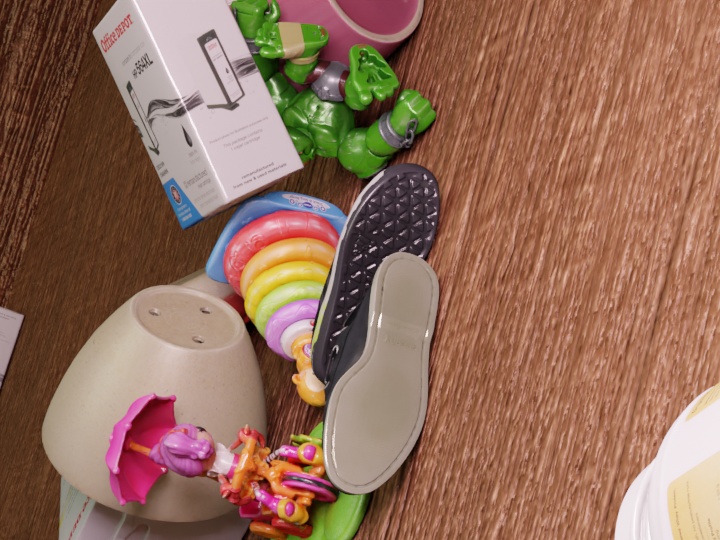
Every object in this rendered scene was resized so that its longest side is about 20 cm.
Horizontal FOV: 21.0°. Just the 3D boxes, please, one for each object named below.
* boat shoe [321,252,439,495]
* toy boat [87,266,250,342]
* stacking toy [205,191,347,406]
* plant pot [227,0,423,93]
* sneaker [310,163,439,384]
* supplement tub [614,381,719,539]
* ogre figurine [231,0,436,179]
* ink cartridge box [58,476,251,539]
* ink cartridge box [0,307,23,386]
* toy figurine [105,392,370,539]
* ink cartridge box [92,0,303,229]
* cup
[{"bbox_3d":[0.007,0.084,1.457,0.066,0.074,0.200,134,150,-57],"label":"boat shoe"},{"bbox_3d":[-0.172,0.080,1.931,0.199,0.131,0.131,-24,6,20],"label":"toy boat"},{"bbox_3d":[-0.054,0.037,1.673,0.110,0.116,0.200,-57,34,35],"label":"stacking toy"},{"bbox_3d":[-0.046,-0.239,1.793,0.179,0.200,0.201,-23,49,47],"label":"plant pot"},{"bbox_3d":[0.000,0.000,1.569,0.083,0.071,0.201,-121,53,-69],"label":"sneaker"},{"bbox_3d":[0.202,0.088,0.757,0.200,0.144,0.145,-47,29,52],"label":"supplement tub"},{"bbox_3d":[-0.030,-0.149,1.687,0.120,0.199,0.098,100,-173,-50],"label":"ogre figurine"},{"bbox_3d":[-0.193,0.197,1.814,0.200,0.144,0.146,-100,33,-57],"label":"ink cartridge box"},{"bbox_3d":[-0.658,0.161,3.338,0.146,0.083,0.201,-10,61,70],"label":"ink cartridge box"},{"bbox_3d":[-0.110,0.161,1.543,0.200,0.183,0.151,-22,51,66],"label":"toy figurine"},{"bbox_3d":[-0.145,-0.152,1.693,0.201,0.084,0.146,64,159,-1],"label":"ink cartridge box"},{"bbox_3d":[-0.165,0.098,1.683,0.201,0.199,0.144,-102,25,-59],"label":"cup"}]
